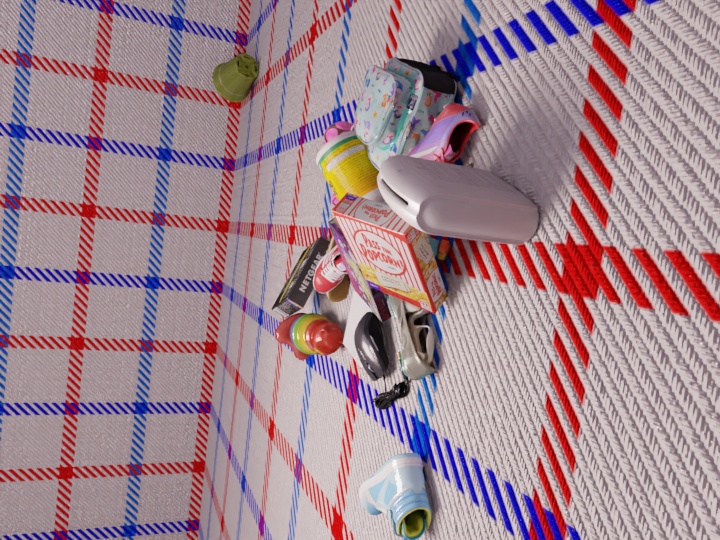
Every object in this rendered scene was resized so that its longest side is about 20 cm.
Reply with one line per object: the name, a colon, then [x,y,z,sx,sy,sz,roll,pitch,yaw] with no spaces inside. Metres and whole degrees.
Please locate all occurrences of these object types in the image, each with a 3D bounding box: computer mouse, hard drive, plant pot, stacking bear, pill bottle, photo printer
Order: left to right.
plant pot: [-0.578,-0.938,2.740,0.190,0.199,0.201,-15,71,52]
stacking bear: [-0.113,0.166,1.449,0.114,0.121,0.200,-53,24,-20]
pill bottle: [0.003,-0.171,1.165,0.201,0.112,0.113,59,148,9]
hard drive: [0.010,0.096,1.272,0.132,0.026,0.201,-137,56,-62]
computer mouse: [0.034,0.170,1.138,0.140,0.046,0.201,-40,57,56]
photo printer: [0.127,-0.103,0.810,0.167,0.199,0.070,-123,44,-55]

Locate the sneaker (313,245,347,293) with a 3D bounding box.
sneaker: [-0.052,-0.004,1.296,0.200,0.071,0.113,-51,13,27]

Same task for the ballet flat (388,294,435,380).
ballet flat: [0.099,0.096,1.032,0.064,0.067,0.201,-27,57,32]

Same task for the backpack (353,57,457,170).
backpack: [0.074,-0.277,1.056,0.178,0.150,0.201,-123,39,-54]

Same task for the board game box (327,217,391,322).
board game box: [0.000,0.000,1.121,0.120,0.032,0.201,53,168,46]

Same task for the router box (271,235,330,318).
router box: [-0.155,0.020,1.543,0.201,0.052,0.157,-64,14,-23]

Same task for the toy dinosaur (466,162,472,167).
toy dinosaur: [0.126,-0.130,1.022,0.200,0.047,0.089,-7,72,64]

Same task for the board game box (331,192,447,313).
board game box: [0.052,-0.027,0.946,0.151,0.046,0.200,22,152,37]

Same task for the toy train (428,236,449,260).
toy train: [0.065,-0.048,1.009,0.200,0.150,0.056,19,88,62]

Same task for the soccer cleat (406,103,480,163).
soccer cleat: [0.123,-0.187,0.966,0.200,0.066,0.077,-54,40,18]

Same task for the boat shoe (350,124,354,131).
boat shoe: [0.020,-0.303,1.236,0.075,0.086,0.202,-54,35,21]

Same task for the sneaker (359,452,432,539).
sneaker: [0.058,0.425,1.016,0.200,0.079,0.131,116,151,-42]

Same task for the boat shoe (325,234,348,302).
boat shoe: [-0.060,-0.026,1.402,0.069,0.073,0.201,38,121,57]

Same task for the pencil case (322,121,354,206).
pencil case: [-0.037,-0.230,1.293,0.093,0.091,0.201,-18,62,25]
